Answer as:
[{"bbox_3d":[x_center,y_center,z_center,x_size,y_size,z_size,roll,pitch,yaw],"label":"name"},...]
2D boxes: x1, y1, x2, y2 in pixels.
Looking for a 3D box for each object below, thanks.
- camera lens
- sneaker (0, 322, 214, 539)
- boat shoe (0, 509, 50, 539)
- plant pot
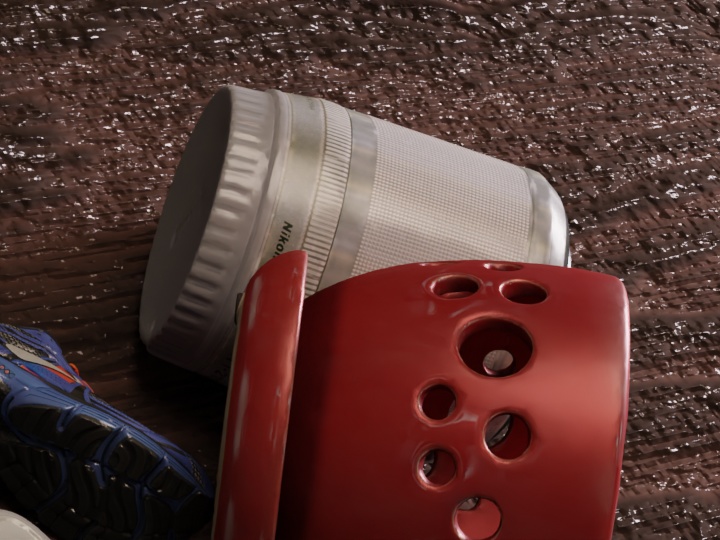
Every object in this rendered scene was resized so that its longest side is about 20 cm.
[{"bbox_3d":[0.000,0.000,1.435,0.200,0.160,0.160,18,38,-14],"label":"camera lens"},{"bbox_3d":[-0.156,0.066,1.333,0.200,0.075,0.078,31,33,1],"label":"sneaker"},{"bbox_3d":[-0.129,0.175,1.224,0.073,0.067,0.200,-5,48,-37],"label":"boat shoe"},{"bbox_3d":[0.025,0.091,1.284,0.182,0.201,0.201,6,39,-1],"label":"plant pot"}]
